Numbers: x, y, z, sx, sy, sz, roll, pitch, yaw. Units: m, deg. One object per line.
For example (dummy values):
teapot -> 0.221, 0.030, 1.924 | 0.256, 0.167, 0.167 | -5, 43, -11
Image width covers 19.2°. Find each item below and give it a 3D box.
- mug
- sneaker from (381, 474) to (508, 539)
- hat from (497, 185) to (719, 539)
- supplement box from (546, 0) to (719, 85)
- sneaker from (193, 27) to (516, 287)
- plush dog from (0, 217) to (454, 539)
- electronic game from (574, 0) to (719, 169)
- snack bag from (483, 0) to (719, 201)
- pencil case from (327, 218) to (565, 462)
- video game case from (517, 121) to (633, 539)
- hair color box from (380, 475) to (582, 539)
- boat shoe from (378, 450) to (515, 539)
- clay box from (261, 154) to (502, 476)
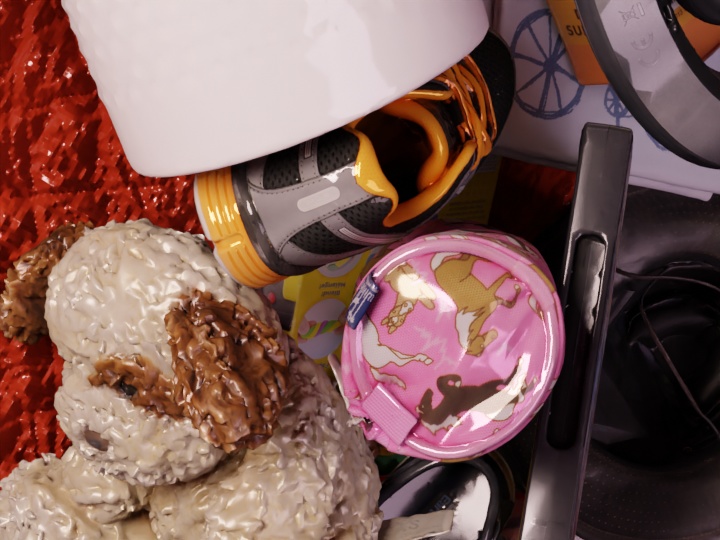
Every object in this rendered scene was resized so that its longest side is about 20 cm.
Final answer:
mug -> -0.037, -0.156, 0.798 | 0.200, 0.147, 0.176 | -40, 114, -47
sneaker -> -0.016, 0.153, 0.996 | 0.080, 0.198, 0.130 | 66, 29, -69
hat -> 0.152, 0.050, 1.104 | 0.201, 0.200, 0.081 | -49, 179, -10
supplement box -> 0.098, -0.181, 0.914 | 0.069, 0.066, 0.201 | -39, 117, -32
sneaker -> 0.019, -0.052, 0.842 | 0.200, 0.077, 0.079 | -42, 109, -50
plush dog -> -0.062, 0.054, 0.854 | 0.160, 0.199, 0.172 | -45, 131, -26
electronic game -> 0.149, -0.142, 0.889 | 0.199, 0.041, 0.201 | 4, 84, -46
snack bag -> 0.122, -0.142, 0.997 | 0.188, 0.021, 0.201 | 7, 87, -42
pencil case -> 0.034, 0.022, 0.848 | 0.086, 0.200, 0.083 | 4, 94, 2
video game case -> 0.096, 0.044, 0.957 | 0.200, 0.025, 0.182 | 61, 39, -80
hair color box -> 0.029, 0.196, 1.092 | 0.111, 0.064, 0.201 | 21, 96, -45
boat shoe -> -0.004, 0.153, 0.925 | 0.200, 0.075, 0.062 | -50, 176, -7
clay box -> 0.000, 0.000, 0.974 | 0.114, 0.048, 0.201 | -5, 115, -43
